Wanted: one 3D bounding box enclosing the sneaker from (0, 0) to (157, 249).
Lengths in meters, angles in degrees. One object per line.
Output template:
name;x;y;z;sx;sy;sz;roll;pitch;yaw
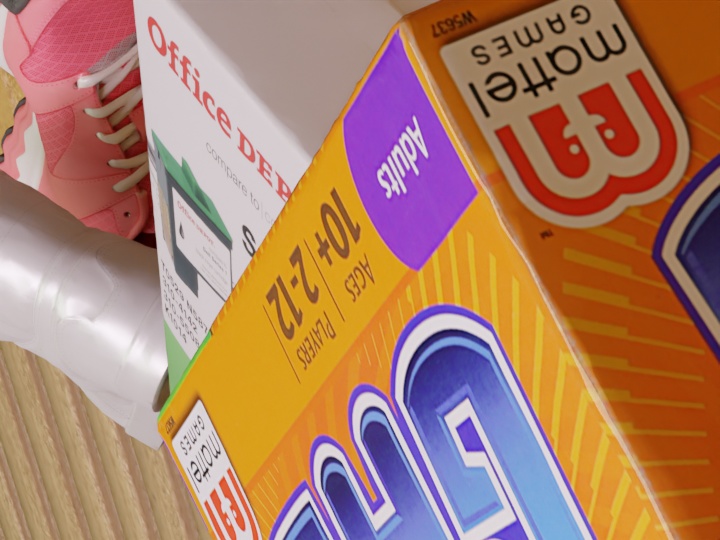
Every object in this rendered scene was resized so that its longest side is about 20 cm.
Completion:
sneaker;-0.090;-0.061;1.105;0.087;0.074;0.200;44;157;20

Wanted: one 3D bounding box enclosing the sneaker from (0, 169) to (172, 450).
sneaker;-0.108;0.008;1.087;0.115;0.074;0.200;28;171;4

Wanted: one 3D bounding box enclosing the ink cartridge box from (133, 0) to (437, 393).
ink cartridge box;0.000;0.000;0.898;0.146;0.084;0.201;48;153;40

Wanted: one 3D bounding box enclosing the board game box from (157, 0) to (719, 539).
board game box;0.109;0.046;0.515;0.201;0.199;0.200;62;158;12
